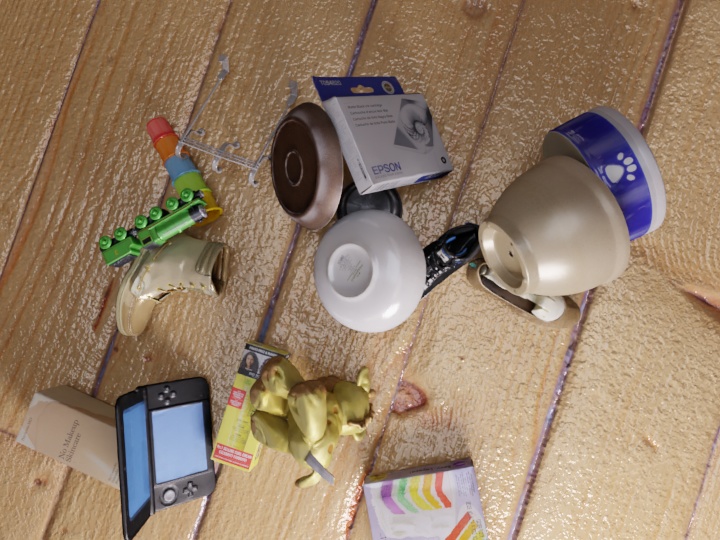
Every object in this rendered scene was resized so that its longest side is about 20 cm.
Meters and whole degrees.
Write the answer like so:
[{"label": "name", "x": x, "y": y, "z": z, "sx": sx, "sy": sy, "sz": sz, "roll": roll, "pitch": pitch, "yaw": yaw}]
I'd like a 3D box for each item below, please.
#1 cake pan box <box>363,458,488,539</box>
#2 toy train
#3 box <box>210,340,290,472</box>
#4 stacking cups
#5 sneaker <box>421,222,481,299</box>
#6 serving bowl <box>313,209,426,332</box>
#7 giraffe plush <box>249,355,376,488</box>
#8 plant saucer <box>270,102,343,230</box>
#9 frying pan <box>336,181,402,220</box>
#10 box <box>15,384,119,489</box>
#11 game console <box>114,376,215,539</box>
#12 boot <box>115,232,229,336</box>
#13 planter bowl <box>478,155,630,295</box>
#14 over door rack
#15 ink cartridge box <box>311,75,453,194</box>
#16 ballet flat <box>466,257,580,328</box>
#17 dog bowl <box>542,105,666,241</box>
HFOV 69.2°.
[{"label": "cake pan box", "x": 0.110, "y": 0.419, "z": 0.838, "sx": 0.184, "sy": 0.052, "sz": 0.201, "roll": -10, "pitch": 86, "yaw": 7}, {"label": "toy train", "x": -0.337, "y": -0.068, "z": 0.854, "sx": 0.200, "sy": 0.042, "sz": 0.057, "roll": -28, "pitch": 79, "yaw": 6}, {"label": "box", "x": -0.183, "y": 0.224, "z": 0.876, "sx": 0.075, "sy": 0.050, "sz": 0.201, "roll": 18, "pitch": 89, "yaw": 5}, {"label": "stacking cups", "x": -0.312, "y": -0.175, "z": 0.915, "sx": 0.060, "sy": 0.061, "sz": 0.200, "roll": -30, "pitch": 79, "yaw": 3}, {"label": "sneaker", "x": 0.112, "y": -0.012, "z": 0.832, "sx": 0.200, "sy": 0.112, "sz": 0.073, "roll": -38, "pitch": 83, "yaw": 2}, {"label": "serving bowl", "x": 0.000, "y": 0.000, "z": 0.825, "sx": 0.200, "sy": 0.066, "sz": 0.201, "roll": -1, "pitch": 88, "yaw": 32}, {"label": "giraffe plush", "x": -0.054, "y": 0.217, "z": 0.816, "sx": 0.200, "sy": 0.162, "sz": 0.173, "roll": 46, "pitch": 128, "yaw": 22}, {"label": "plant saucer", "x": -0.095, "y": -0.163, "z": 0.830, "sx": 0.032, "sy": 0.200, "sz": 0.201, "roll": -9, "pitch": 84, "yaw": -36}, {"label": "frying pan", "x": 0.002, "y": -0.070, "z": 0.890, "sx": 0.115, "sy": 0.031, "sz": 0.191, "roll": 19, "pitch": 86, "yaw": 7}, {"label": "box", "x": -0.457, "y": 0.278, "z": 0.883, "sx": 0.199, "sy": 0.078, "sz": 0.095, "roll": 20, "pitch": 88, "yaw": 6}, {"label": "game console", "x": -0.296, "y": 0.278, "z": 0.809, "sx": 0.175, "sy": 0.116, "sz": 0.201, "roll": -2, "pitch": 85, "yaw": -39}, {"label": "boot", "x": -0.316, "y": 0.030, "z": 0.887, "sx": 0.155, "sy": 0.073, "sz": 0.201, "roll": 16, "pitch": 82, "yaw": 10}, {"label": "planter bowl", "x": 0.256, "y": -0.046, "z": 0.749, "sx": 0.134, "sy": 0.200, "sz": 0.201, "roll": -26, "pitch": 84, "yaw": -9}, {"label": "over door rack", "x": -0.208, "y": -0.253, "z": 0.902, "sx": 0.147, "sy": 0.067, "sz": 0.201, "roll": 20, "pitch": 75, "yaw": 1}, {"label": "ink cartridge box", "x": 0.041, "y": -0.230, "z": 0.827, "sx": 0.199, "sy": 0.041, "sz": 0.201, "roll": -20, "pitch": 84, "yaw": -40}, {"label": "ballet flat", "x": 0.264, "y": 0.036, "z": 0.835, "sx": 0.200, "sy": 0.072, "sz": 0.068, "roll": 30, "pitch": 90, "yaw": 6}, {"label": "dog bowl", "x": 0.353, "y": -0.133, "z": 0.773, "sx": 0.079, "sy": 0.200, "sz": 0.201, "roll": -26, "pitch": 85, "yaw": 5}]
